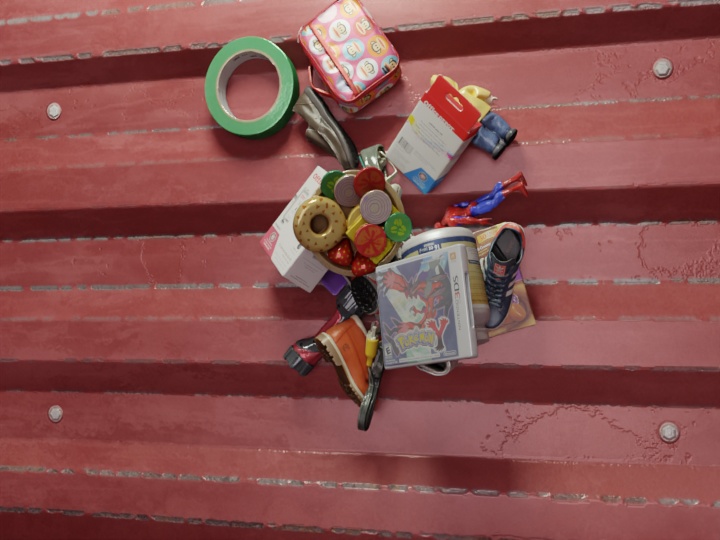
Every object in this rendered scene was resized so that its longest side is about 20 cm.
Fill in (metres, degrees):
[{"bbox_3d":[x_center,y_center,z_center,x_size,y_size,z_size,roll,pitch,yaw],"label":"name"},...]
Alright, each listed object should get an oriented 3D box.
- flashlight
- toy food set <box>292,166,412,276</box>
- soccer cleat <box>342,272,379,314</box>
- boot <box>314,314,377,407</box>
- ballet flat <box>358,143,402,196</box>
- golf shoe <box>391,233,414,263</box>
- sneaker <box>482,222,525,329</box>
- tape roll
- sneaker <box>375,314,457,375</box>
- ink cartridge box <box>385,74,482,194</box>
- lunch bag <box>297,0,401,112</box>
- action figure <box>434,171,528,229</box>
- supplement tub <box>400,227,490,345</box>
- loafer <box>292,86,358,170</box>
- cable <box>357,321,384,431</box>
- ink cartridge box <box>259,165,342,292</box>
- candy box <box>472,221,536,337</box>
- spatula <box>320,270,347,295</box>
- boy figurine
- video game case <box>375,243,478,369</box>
[{"bbox_3d":[-0.072,0.119,1.414,0.201,0.067,0.068,-51,44,5],"label":"flashlight"},{"bbox_3d":[-0.010,-0.088,1.274,0.200,0.049,0.198,43,96,-12],"label":"toy food set"},{"bbox_3d":[0.000,0.000,1.380,0.068,0.072,0.203,-41,62,25],"label":"soccer cleat"},{"bbox_3d":[0.000,0.188,1.384,0.106,0.075,0.203,-35,111,-23],"label":"boot"},{"bbox_3d":[0.048,-0.166,1.360,0.062,0.068,0.204,-23,59,11],"label":"ballet flat"},{"bbox_3d":[0.091,-0.030,1.374,0.200,0.077,0.088,44,76,-2],"label":"golf shoe"},{"bbox_3d":[0.253,0.009,1.278,0.073,0.084,0.205,12,91,11],"label":"sneaker"},{"bbox_3d":[-0.227,-0.381,1.460,0.195,0.048,0.206,0,90,13],"label":"tape roll"},{"bbox_3d":[0.103,0.126,1.350,0.198,0.115,0.074,37,98,11],"label":"sneaker"},{"bbox_3d":[0.147,-0.262,1.323,0.116,0.067,0.201,44,129,9],"label":"ink cartridge box"},{"bbox_3d":[-0.030,-0.425,1.393,0.175,0.082,0.202,-35,79,3],"label":"lunch bag"},{"bbox_3d":[0.230,-0.121,1.350,0.197,0.066,0.052,-23,125,24],"label":"action figure"},{"bbox_3d":[0.156,0.039,1.262,0.141,0.144,0.205,-12,75,11],"label":"supplement tub"},{"bbox_3d":[-0.072,-0.277,1.419,0.070,0.073,0.202,-36,73,13],"label":"loafer"},{"bbox_3d":[0.020,0.203,1.351,0.049,0.097,0.205,15,91,14],"label":"cable"},{"bbox_3d":[-0.092,-0.084,1.376,0.201,0.082,0.147,-51,40,8],"label":"ink cartridge box"},{"bbox_3d":[0.256,0.022,1.349,0.114,0.056,0.205,-17,84,12],"label":"candy box"},{"bbox_3d":[-0.007,-0.039,1.421,0.056,0.021,0.201,42,94,4],"label":"spatula"},{"bbox_3d":[0.207,-0.302,1.359,0.199,0.064,0.125,40,98,10],"label":"boy figurine"},{"bbox_3d":[0.108,0.066,1.191,0.197,0.023,0.187,-16,75,45],"label":"video game case"}]
